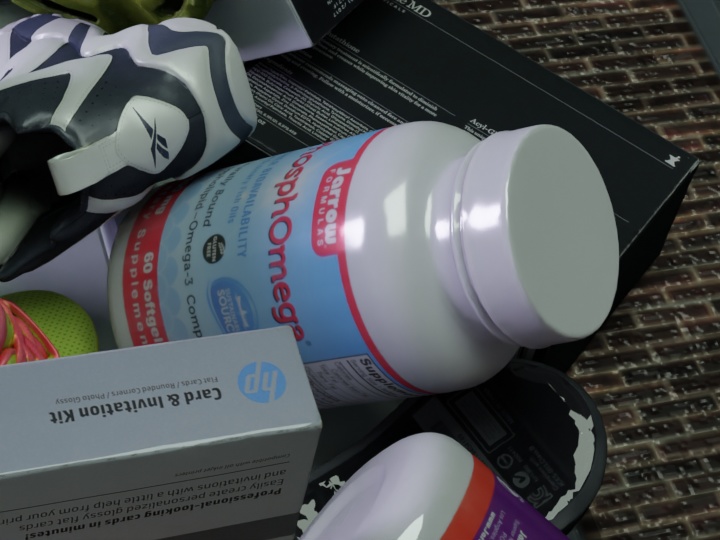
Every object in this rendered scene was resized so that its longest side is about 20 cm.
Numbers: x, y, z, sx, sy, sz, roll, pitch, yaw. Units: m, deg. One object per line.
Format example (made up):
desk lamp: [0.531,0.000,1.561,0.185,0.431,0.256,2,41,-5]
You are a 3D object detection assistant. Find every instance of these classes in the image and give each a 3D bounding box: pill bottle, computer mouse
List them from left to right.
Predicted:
pill bottle: [0.000,0.000,0.781,0.199,0.109,0.109,-11,37,37]
computer mouse: [0.013,0.108,0.804,0.199,0.053,0.139,-28,63,-16]
pill bottle: [0.063,0.160,0.704,0.200,0.112,0.113,41,51,-8]

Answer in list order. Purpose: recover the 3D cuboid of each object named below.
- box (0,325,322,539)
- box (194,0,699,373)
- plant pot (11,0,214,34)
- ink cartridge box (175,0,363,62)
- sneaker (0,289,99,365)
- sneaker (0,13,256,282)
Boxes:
box: [-0.103,0.101,0.612,0.155,0.201,0.041,-7,54,-18]
box: [0.037,-0.041,0.908,0.199,0.079,0.141,33,55,15]
plant pot: [-0.100,-0.215,0.854,0.199,0.200,0.191,15,68,1]
ink cartridge box: [-0.070,-0.135,0.937,0.199,0.039,0.099,-2,35,46]
sneaker: [-0.156,0.040,0.758,0.078,0.090,0.200,45,26,7]
sneaker: [-0.153,-0.051,0.818,0.198,0.080,0.129,7,30,40]
